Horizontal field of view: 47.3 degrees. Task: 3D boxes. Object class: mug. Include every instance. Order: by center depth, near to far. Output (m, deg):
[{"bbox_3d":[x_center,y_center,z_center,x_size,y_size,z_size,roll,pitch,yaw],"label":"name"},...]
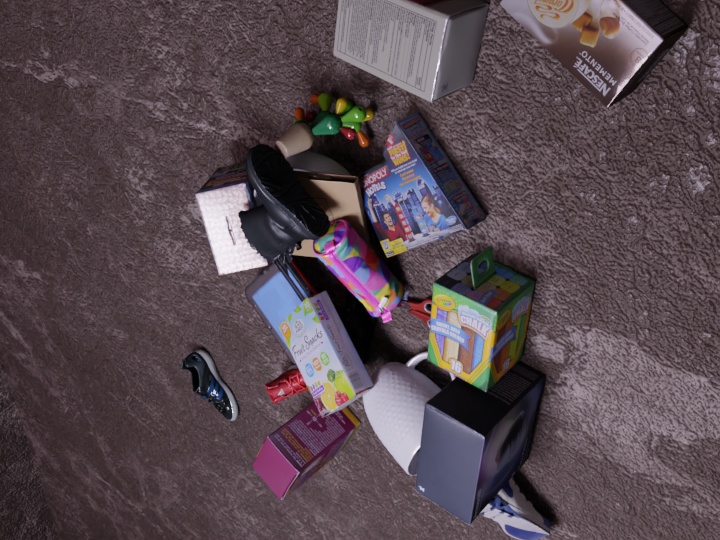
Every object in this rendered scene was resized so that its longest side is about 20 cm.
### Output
[{"bbox_3d":[0.104,0.242,1.517,0.175,0.147,0.201,46,108,30],"label":"mug"}]

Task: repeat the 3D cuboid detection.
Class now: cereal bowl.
[{"bbox_3d":[-0.088,-0.141,1.486,0.197,0.084,0.201,11,143,8],"label":"cereal bowl"}]

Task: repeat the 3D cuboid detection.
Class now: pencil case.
[{"bbox_3d":[0.000,0.000,1.453,0.088,0.089,0.200,-4,139,45],"label":"pencil case"}]

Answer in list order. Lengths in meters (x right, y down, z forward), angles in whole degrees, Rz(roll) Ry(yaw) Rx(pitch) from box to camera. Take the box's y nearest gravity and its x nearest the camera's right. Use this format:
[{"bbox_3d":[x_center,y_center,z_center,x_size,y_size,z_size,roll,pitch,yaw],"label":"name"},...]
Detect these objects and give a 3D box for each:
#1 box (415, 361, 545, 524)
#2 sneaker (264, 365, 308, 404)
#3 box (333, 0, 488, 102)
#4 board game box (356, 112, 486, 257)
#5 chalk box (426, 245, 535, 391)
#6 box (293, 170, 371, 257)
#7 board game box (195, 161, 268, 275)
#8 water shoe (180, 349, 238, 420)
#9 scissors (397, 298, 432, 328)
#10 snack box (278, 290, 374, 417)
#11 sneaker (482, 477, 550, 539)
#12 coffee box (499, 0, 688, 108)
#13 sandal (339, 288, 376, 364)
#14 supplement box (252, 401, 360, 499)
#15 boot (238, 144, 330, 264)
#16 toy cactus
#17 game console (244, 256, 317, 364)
[{"bbox_3d":[0.200,0.276,1.381,0.122,0.198,0.202,26,130,32],"label":"box"},{"bbox_3d":[-0.127,0.245,1.752,0.199,0.115,0.079,-27,93,49],"label":"sneaker"},{"bbox_3d":[0.070,-0.354,1.213,0.199,0.108,0.129,32,132,27],"label":"box"},{"bbox_3d":[0.083,-0.143,1.358,0.199,0.061,0.202,-17,98,49],"label":"board game box"},{"bbox_3d":[0.194,0.063,1.320,0.123,0.124,0.202,26,130,32],"label":"chalk box"},{"bbox_3d":[-0.068,-0.094,1.450,0.161,0.021,0.201,6,140,16],"label":"box"},{"bbox_3d":[-0.227,-0.107,1.575,0.095,0.200,0.162,-11,109,7],"label":"board game box"},{"bbox_3d":[-0.384,0.300,2.068,0.071,0.079,0.202,-30,91,49],"label":"water shoe"},{"bbox_3d":[0.087,0.059,1.500,0.199,0.014,0.074,29,134,26],"label":"scissors"},{"bbox_3d":[-0.068,0.160,1.553,0.142,0.053,0.202,-41,72,50],"label":"snack box"},{"bbox_3d":[0.261,0.396,1.484,0.198,0.116,0.081,31,141,-12],"label":"sneaker"},{"bbox_3d":[0.290,-0.321,1.035,0.200,0.079,0.115,49,138,12],"label":"coffee box"},{"bbox_3d":[-0.011,0.115,1.611,0.075,0.048,0.203,25,128,31],"label":"sandal"},{"bbox_3d":[-0.115,0.368,1.748,0.103,0.199,0.131,45,136,15],"label":"supplement box"},{"bbox_3d":[-0.155,-0.106,1.397,0.199,0.074,0.162,49,143,-18],"label":"boot"},{"bbox_3d":[-0.073,-0.234,1.390,0.199,0.164,0.103,16,134,46],"label":"toy cactus"},{"bbox_3d":[-0.144,0.075,1.660,0.201,0.118,0.172,53,172,6],"label":"game console"}]
